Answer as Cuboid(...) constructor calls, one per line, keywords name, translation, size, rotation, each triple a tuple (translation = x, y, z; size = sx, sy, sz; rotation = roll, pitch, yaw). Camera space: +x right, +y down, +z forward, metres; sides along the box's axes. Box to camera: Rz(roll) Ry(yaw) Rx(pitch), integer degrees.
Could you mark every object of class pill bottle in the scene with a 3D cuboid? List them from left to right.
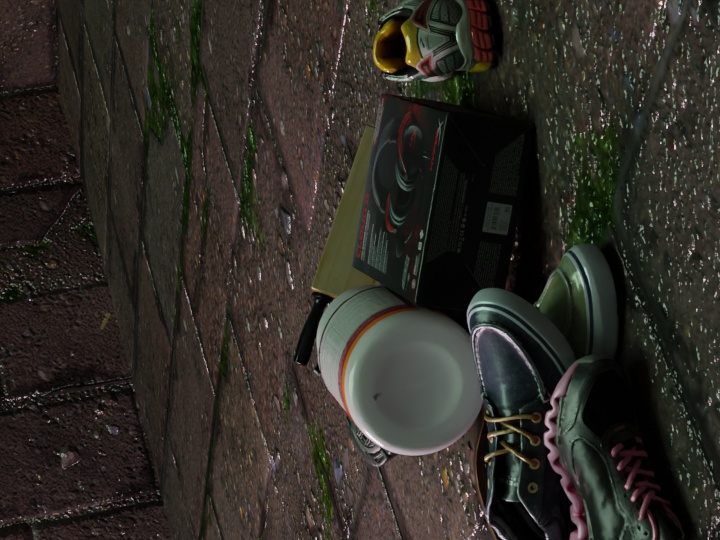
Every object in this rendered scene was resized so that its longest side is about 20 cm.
Cuboid(name="pill bottle", translation=(0.025, 0.071, 1.569), size=(0.200, 0.109, 0.111), rotation=(-142, 44, -77))

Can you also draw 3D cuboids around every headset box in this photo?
Cuboid(name="headset box", translation=(0.058, -0.057, 1.585), size=(0.200, 0.074, 0.150), rotation=(-147, 66, -71))

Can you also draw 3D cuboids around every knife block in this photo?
Cuboid(name="knife block", translation=(0.000, 0.000, 1.739), size=(0.176, 0.063, 0.201), rotation=(-51, -29, -48))

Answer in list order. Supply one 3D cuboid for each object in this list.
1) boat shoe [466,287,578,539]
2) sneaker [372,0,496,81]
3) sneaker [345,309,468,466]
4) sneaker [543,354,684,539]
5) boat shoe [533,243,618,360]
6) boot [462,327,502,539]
Cuboid(name="boat shoe", translation=(0.115, 0.114, 1.393), size=(0.070, 0.091, 0.201), rotation=(-2, 126, 42))
Cuboid(name="sneaker", translation=(0.042, -0.191, 1.615), size=(0.200, 0.081, 0.079), rotation=(-175, 76, -76))
Cuboid(name="sneaker", translation=(0.061, 0.083, 1.729), size=(0.076, 0.090, 0.200), rotation=(53, 131, 23))
Cuboid(name="sneaker", translation=(0.183, 0.156, 1.357), size=(0.095, 0.079, 0.202), rotation=(2, 103, 53))
Cuboid(name="boat shoe", translation=(0.140, 0.062, 1.441), size=(0.201, 0.061, 0.072), rotation=(96, 159, -46))
Cuboid(name="boot", translation=(0.118, 0.130, 1.575), size=(0.097, 0.074, 0.202), rotation=(99, 168, -74))
